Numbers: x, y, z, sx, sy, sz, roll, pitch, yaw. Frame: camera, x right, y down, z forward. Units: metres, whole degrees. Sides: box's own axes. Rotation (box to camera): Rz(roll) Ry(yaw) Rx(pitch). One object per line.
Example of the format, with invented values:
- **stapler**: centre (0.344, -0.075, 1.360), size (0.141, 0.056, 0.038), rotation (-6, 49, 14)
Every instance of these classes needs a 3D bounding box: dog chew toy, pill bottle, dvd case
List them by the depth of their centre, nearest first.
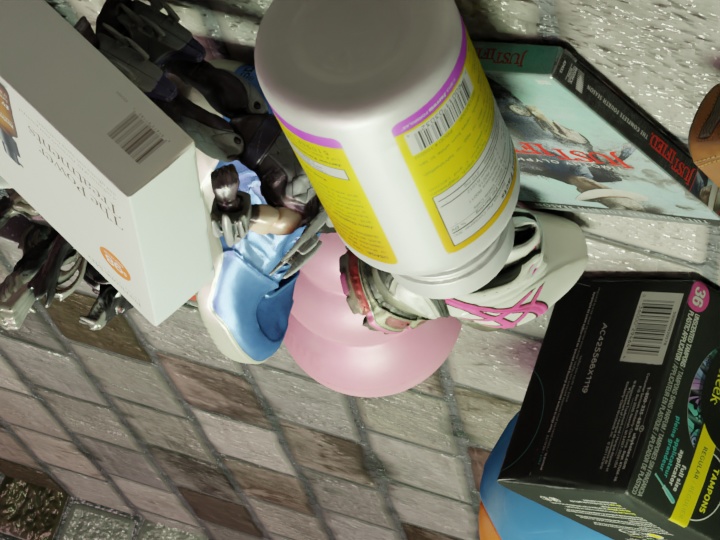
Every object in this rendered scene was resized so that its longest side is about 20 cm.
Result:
- **pill bottle**: centre (0.021, -0.066, 1.433), size (0.104, 0.104, 0.200), rotation (12, 154, 24)
- **dvd case**: centre (0.100, -0.076, 1.540), size (0.146, 0.022, 0.200), rotation (7, 164, 38)
- **dog chew toy**: centre (0.000, 0.000, 1.779), size (0.124, 0.125, 0.200), rotation (15, 159, 14)

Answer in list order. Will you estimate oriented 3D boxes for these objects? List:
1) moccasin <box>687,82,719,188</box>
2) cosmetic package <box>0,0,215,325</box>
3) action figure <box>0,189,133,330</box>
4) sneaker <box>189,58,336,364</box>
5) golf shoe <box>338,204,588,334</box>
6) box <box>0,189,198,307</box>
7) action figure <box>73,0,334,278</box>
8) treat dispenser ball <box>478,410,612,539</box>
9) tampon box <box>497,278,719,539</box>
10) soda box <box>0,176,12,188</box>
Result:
- **moccasin**: centre (0.251, -0.033, 1.419), size (0.078, 0.074, 0.201), rotation (15, 159, 50)
- **cosmetic package**: centre (-0.165, -0.079, 1.507), size (0.200, 0.052, 0.151), rotation (43, 164, 21)
- **action figure**: centre (-0.206, -0.010, 1.762), size (0.200, 0.102, 0.119), rotation (28, 172, 0)
- **sneaker**: centre (-0.035, -0.026, 1.646), size (0.111, 0.077, 0.200), rotation (10, 121, 21)
- **golf shoe**: centre (0.082, -0.004, 1.653), size (0.092, 0.073, 0.200), rotation (-19, 174, 39)
- **box**: centre (-0.189, -0.045, 1.880), size (0.199, 0.038, 0.137), rotation (20, -164, -6)
- **action figure**: centre (-0.067, -0.079, 1.534), size (0.200, 0.130, 0.069), rotation (33, 143, 1)
- **treat dispenser ball**: centre (0.185, 0.174, 2.041), size (0.200, 0.201, 0.201), rotation (17, 167, 4)
- **tampon box**: centre (0.219, 0.109, 1.840), size (0.200, 0.150, 0.126), rotation (27, 165, -35)
- **soda box**: centre (-0.237, -0.084, 1.682), size (0.199, 0.064, 0.070), rotation (-3, -166, -16)
